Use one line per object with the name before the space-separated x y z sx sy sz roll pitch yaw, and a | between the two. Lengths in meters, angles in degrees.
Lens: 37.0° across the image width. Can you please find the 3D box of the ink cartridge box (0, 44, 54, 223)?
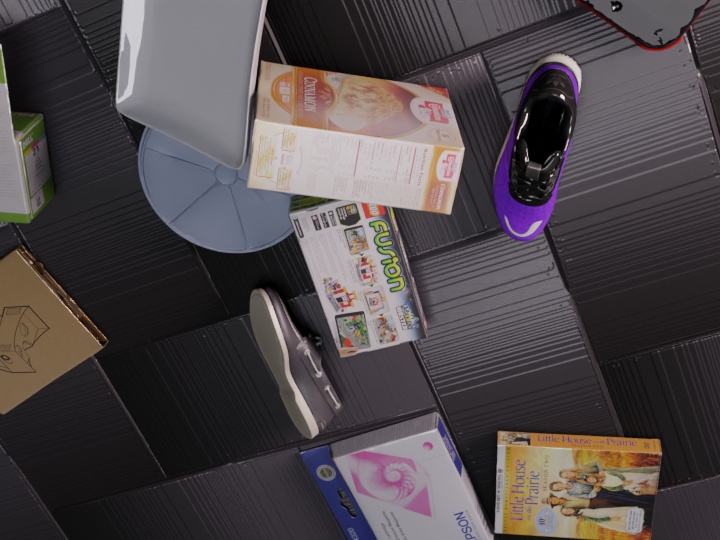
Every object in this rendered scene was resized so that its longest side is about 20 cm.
ink cartridge box | -0.427 -0.162 1.174 0.145 0.076 0.203 4 119 7

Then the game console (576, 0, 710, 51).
game console | 0.261 -0.321 1.003 0.198 0.031 0.178 31 115 -10

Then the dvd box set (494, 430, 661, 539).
dvd box set | 0.265 0.269 1.332 0.196 0.030 0.149 3 120 7

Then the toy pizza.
toy pizza | -0.145 -0.112 1.180 0.196 0.032 0.203 2 121 4

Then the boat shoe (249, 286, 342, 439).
boat shoe | -0.076 0.102 1.290 0.062 0.072 0.203 -29 113 -24

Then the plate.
plate | -0.165 -0.226 1.069 0.198 0.032 0.203 27 118 32

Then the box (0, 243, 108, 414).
box | -0.436 0.078 1.342 0.198 0.021 0.164 -31 110 23

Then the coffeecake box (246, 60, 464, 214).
coffeecake box | -0.008 -0.133 1.058 0.196 0.154 0.074 7 120 -7

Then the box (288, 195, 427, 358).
box | 0.000 0.000 1.203 0.108 0.035 0.202 -13 122 8

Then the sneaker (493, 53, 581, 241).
sneaker | 0.174 -0.110 1.090 0.068 0.100 0.203 11 120 5

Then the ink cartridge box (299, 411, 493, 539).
ink cartridge box | 0.045 0.292 1.376 0.197 0.044 0.198 -20 115 17
